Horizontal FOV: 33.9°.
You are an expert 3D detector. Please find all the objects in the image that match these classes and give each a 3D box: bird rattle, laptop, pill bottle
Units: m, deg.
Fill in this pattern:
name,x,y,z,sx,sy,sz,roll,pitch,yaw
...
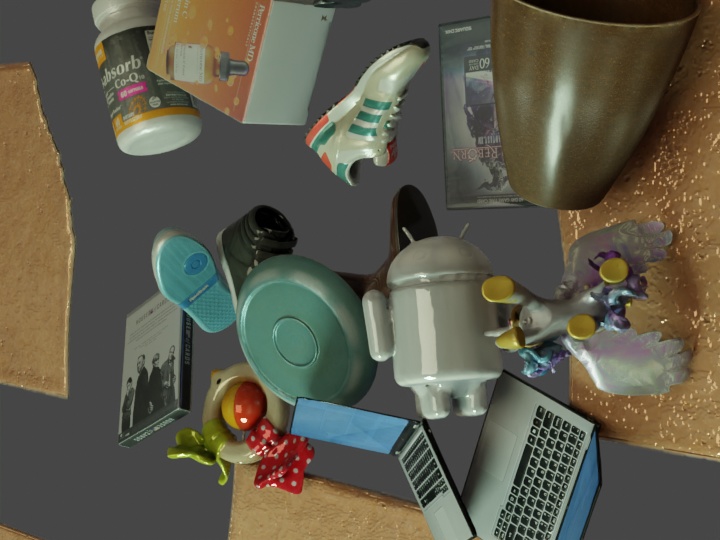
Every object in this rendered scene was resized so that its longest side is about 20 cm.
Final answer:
name,x,y,z,sx,sy,sz,roll,pitch,yaw
bird rattle,-0.146,0.196,1.493,0.199,0.112,0.164,-8,73,40
laptop,0.162,0.233,1.185,0.200,0.116,0.188,30,113,37
pill bottle,-0.285,-0.262,1.557,0.116,0.116,0.201,-24,78,42
laptop,0.018,0.225,1.270,0.187,0.115,0.201,106,141,-70

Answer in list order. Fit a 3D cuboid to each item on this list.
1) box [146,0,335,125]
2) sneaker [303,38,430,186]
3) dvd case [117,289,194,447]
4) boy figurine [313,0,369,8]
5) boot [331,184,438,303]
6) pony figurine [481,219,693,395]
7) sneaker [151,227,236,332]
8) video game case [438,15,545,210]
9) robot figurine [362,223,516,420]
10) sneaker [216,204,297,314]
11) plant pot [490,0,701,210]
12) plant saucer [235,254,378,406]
name,x,y,z,sx,sy,sz,roll,pitch,yaw
box,-0.148,-0.282,1.434,0.200,0.106,0.153,31,115,37
sneaker,0.026,-0.173,1.323,0.200,0.070,0.094,-40,85,36
dvd case,-0.276,0.122,1.600,0.150,0.025,0.201,-32,49,40
boy figurine,-0.030,-0.401,1.340,0.124,0.064,0.201,175,92,-70
boot,0.000,0.000,1.360,0.199,0.064,0.187,-1,96,47
pony figurine,0.204,0.036,1.081,0.192,0.200,0.167,-10,79,8
sneaker,-0.233,-0.013,1.504,0.079,0.200,0.131,-35,55,-9
video game case,0.145,-0.165,1.236,0.142,0.019,0.201,1,94,43
robot figurine,0.086,0.052,1.219,0.113,0.169,0.201,153,115,-71
sneaker,-0.110,0.008,1.452,0.099,0.070,0.201,-45,60,41
plant pot,0.200,-0.165,1.095,0.187,0.186,0.201,31,130,36
plant saucer,-0.071,0.080,1.378,0.199,0.027,0.201,15,119,29
